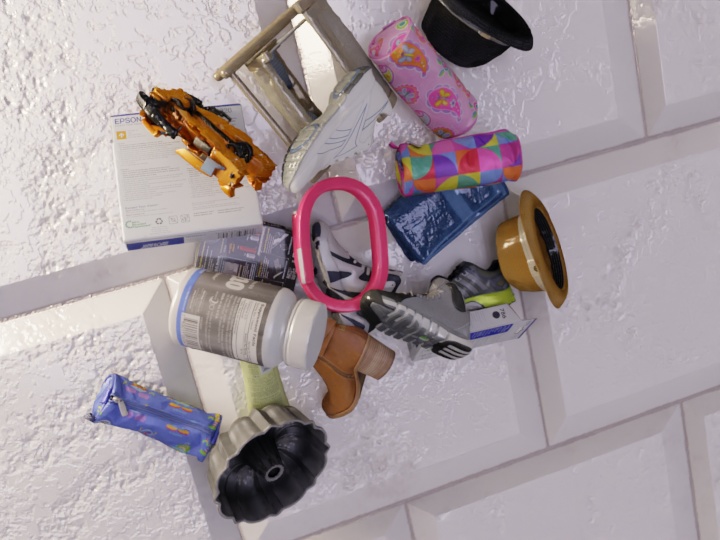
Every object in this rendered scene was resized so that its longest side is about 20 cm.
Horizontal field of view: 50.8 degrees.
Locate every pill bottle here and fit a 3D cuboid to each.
[{"bbox_3d":[-0.154,0.070,1.057,0.198,0.114,0.115,13,98,9],"label":"pill bottle"}]

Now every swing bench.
[{"bbox_3d":[-0.070,-0.269,1.091,0.200,0.130,0.199,-43,110,-4],"label":"swing bench"}]

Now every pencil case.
[{"bbox_3d":[0.146,-0.166,1.158,0.198,0.088,0.089,-7,102,-3],"label":"pencil case"},{"bbox_3d":[-0.308,0.223,1.150,0.199,0.087,0.079,26,72,-19],"label":"pencil case"},{"bbox_3d":[0.098,-0.285,1.139,0.200,0.087,0.088,39,89,-36],"label":"pencil case"}]

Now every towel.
[{"bbox_3d":[0.137,-0.108,1.224,0.200,0.049,0.112,-38,107,-5],"label":"towel"}]

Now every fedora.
[{"bbox_3d":[0.162,-0.369,1.147,0.199,0.201,0.092,27,128,-18],"label":"fedora"},{"bbox_3d":[0.274,-0.028,1.241,0.081,0.201,0.202,-16,108,27],"label":"fedora"}]

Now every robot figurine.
[{"bbox_3d":[-0.219,-0.184,1.046,0.200,0.145,0.058,38,115,12],"label":"robot figurine"}]

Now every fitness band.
[{"bbox_3d":[-0.029,-0.038,1.128,0.142,0.037,0.202,-4,89,-24],"label":"fitness band"}]

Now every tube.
[{"bbox_3d":[-0.152,0.177,1.176,0.058,0.052,0.201,13,134,20],"label":"tube"}]

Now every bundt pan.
[{"bbox_3d":[-0.151,0.291,1.180,0.201,0.076,0.203,-21,131,-27],"label":"bundt pan"}]

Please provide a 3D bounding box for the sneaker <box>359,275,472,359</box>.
[{"bbox_3d":[0.089,0.049,1.153,0.199,0.075,0.116,29,55,-24],"label":"sneaker"}]

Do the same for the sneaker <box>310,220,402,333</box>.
[{"bbox_3d":[0.000,0.000,1.196,0.129,0.079,0.201,-24,97,-19],"label":"sneaker"}]

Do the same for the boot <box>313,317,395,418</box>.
[{"bbox_3d":[-0.056,0.146,1.175,0.154,0.200,0.077,28,50,-12],"label":"boot"}]

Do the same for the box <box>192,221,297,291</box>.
[{"bbox_3d":[-0.181,0.022,1.163,0.156,0.050,0.202,11,97,-16],"label":"box"}]

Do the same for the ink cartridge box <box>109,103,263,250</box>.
[{"bbox_3d":[-0.253,-0.138,1.100,0.195,0.043,0.202,-8,71,-13],"label":"ink cartridge box"}]

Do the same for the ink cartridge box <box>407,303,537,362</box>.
[{"bbox_3d":[0.182,0.100,1.250,0.198,0.100,0.040,-10,66,-13],"label":"ink cartridge box"}]

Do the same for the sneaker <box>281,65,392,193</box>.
[{"bbox_3d":[-0.028,-0.178,1.020,0.087,0.074,0.200,42,83,-27],"label":"sneaker"}]

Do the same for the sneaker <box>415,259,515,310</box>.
[{"bbox_3d":[0.159,0.028,1.251,0.198,0.074,0.082,-9,96,-20],"label":"sneaker"}]
